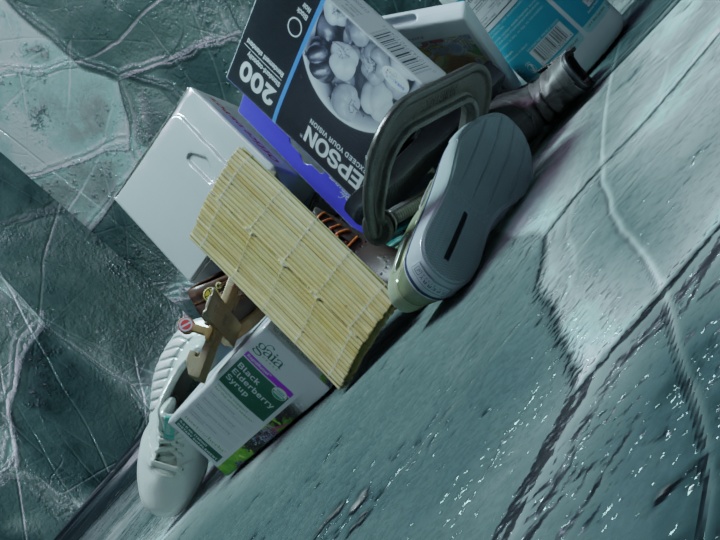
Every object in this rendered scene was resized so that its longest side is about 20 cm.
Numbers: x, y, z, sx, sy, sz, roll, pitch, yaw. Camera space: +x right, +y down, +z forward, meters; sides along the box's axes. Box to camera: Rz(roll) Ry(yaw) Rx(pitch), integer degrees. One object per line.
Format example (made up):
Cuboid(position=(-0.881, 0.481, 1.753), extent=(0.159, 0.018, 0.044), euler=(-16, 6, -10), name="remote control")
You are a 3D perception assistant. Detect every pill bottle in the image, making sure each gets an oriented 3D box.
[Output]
Cuboid(position=(0.151, -0.270, 1.205), extent=(0.111, 0.200, 0.111), euler=(-47, 5, 5), name="pill bottle")

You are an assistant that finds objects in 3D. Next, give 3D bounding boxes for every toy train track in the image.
Cuboid(position=(-0.120, 0.001, 1.102), extent=(0.115, 0.033, 0.200), euler=(72, -144, -70), name="toy train track")

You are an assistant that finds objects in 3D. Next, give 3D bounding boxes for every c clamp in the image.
Cuboid(position=(0.057, -0.077, 0.971), extent=(0.200, 0.027, 0.171), euler=(-27, -42, -51), name="c clamp")

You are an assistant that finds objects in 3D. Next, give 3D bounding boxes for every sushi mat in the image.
Cuboid(position=(-0.057, -0.005, 0.999), extent=(0.012, 0.200, 0.096), euler=(-7, -44, -55), name="sushi mat")

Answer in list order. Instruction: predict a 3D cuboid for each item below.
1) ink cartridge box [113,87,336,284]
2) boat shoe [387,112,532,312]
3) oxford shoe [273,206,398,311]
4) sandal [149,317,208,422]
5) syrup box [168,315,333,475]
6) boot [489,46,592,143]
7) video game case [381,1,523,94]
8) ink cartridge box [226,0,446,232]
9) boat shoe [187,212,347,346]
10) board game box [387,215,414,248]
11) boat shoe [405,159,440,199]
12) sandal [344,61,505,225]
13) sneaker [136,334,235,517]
Cuboid(position=(-0.117, -0.072, 1.286), extent=(0.146, 0.147, 0.200), euler=(-53, -29, 13), name="ink cartridge box")
Cuboid(position=(0.071, -0.048, 0.934), extent=(0.062, 0.072, 0.200), euler=(-34, 16, 45), name="boat shoe")
Cuboid(position=(-0.023, -0.010, 1.012), extent=(0.200, 0.073, 0.071), euler=(4, 33, 36), name="oxford shoe")
Cuboid(position=(-0.187, 0.152, 1.337), extent=(0.050, 0.082, 0.203), euler=(32, -114, -59), name="sandal")
Cuboid(position=(-0.087, 0.100, 1.122), extent=(0.200, 0.079, 0.081), euler=(-43, 6, 45), name="syrup box")
Cuboid(position=(0.155, -0.152, 1.148), extent=(0.132, 0.070, 0.200), euler=(-40, 12, 11), name="boot")
Cuboid(position=(0.050, -0.192, 1.208), extent=(0.200, 0.182, 0.023), euler=(36, -128, -60), name="video game case")
Cuboid(position=(-0.035, -0.154, 1.114), extent=(0.043, 0.198, 0.200), euler=(-25, -29, -42), name="ink cartridge box")
Cuboid(position=(-0.074, -0.013, 1.191), extent=(0.200, 0.070, 0.070), euler=(-38, 5, -24), name="boat shoe")
Cuboid(position=(0.000, 0.000, 1.175), extent=(0.200, 0.028, 0.135), euler=(-30, 13, 26), name="board game box")
Cuboid(position=(0.035, -0.091, 1.157), extent=(0.075, 0.062, 0.200), euler=(-34, 24, -23), name="boat shoe")
Cuboid(position=(0.046, -0.108, 1.030), extent=(0.200, 0.043, 0.076), euler=(-47, -9, -31), name="sandal")
Cuboid(position=(-0.186, 0.157, 1.242), extent=(0.088, 0.075, 0.200), euler=(-29, -44, -83), name="sneaker")
